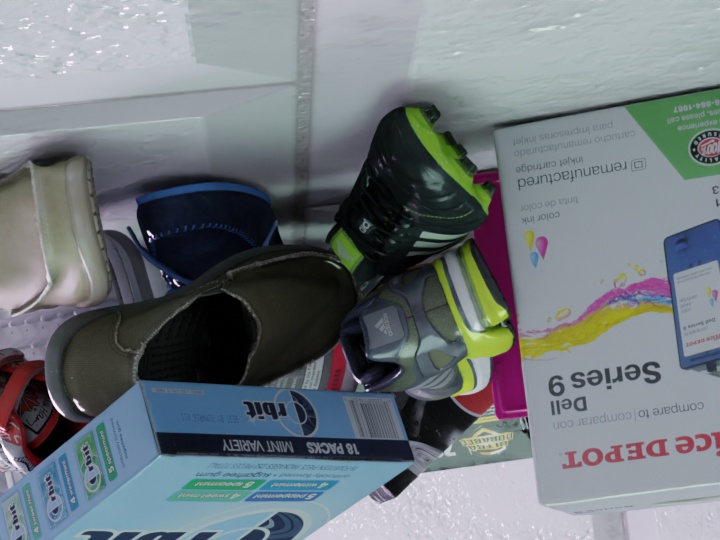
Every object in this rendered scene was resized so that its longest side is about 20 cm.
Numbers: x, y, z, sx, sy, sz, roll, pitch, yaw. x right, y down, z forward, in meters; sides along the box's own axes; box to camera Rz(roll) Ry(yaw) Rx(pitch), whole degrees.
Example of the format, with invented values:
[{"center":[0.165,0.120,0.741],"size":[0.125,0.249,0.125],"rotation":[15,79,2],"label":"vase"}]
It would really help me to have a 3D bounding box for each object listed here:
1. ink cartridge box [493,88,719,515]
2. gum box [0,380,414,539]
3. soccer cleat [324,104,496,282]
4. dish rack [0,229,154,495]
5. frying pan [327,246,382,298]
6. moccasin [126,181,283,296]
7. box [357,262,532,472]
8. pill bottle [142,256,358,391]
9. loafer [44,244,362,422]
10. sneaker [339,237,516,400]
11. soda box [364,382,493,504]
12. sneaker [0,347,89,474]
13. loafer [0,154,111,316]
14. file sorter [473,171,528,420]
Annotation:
[{"center":[0.156,0.018,1.089],"size":[0.145,0.201,0.087],"rotation":[-8,170,16],"label":"ink cartridge box"},{"center":[-0.099,0.124,1.112],"size":[0.170,0.045,0.200],"rotation":[6,146,-42],"label":"gum box"},{"center":[0.021,-0.031,1.075],"size":[0.081,0.068,0.200],"rotation":[-36,171,-3],"label":"soccer cleat"},{"center":[-0.177,0.061,1.239],"size":[0.200,0.172,0.043],"rotation":[-10,-173,42],"label":"dish rack"},{"center":[-0.013,0.011,1.290],"size":[0.115,0.031,0.190],"rotation":[-43,171,-8],"label":"frying pan"},{"center":[-0.073,-0.002,1.212],"size":[0.080,0.068,0.200],"rotation":[-7,168,13],"label":"moccasin"},{"center":[0.015,0.076,1.515],"size":[0.199,0.049,0.160],"rotation":[-10,129,14],"label":"box"},{"center":[-0.107,0.045,1.348],"size":[0.199,0.111,0.111],"rotation":[0,169,-33],"label":"pill bottle"},{"center":[-0.067,0.038,1.104],"size":[0.200,0.076,0.070],"rotation":[-22,-162,-40],"label":"loafer"},{"center":[0.027,0.034,1.151],"size":[0.081,0.074,0.200],"rotation":[-18,167,-8],"label":"sneaker"},{"center":[0.066,0.062,1.384],"size":[0.200,0.063,0.071],"rotation":[-43,179,-13],"label":"soda box"},{"center":[-0.226,0.043,1.151],"size":[0.108,0.067,0.202],"rotation":[6,145,39],"label":"sneaker"},{"center":[-0.177,-0.010,1.092],"size":[0.068,0.076,0.200],"rotation":[-9,172,-20],"label":"loafer"},{"center":[0.175,0.008,1.238],"size":[0.199,0.140,0.125],"rotation":[-8,173,9],"label":"file sorter"}]
